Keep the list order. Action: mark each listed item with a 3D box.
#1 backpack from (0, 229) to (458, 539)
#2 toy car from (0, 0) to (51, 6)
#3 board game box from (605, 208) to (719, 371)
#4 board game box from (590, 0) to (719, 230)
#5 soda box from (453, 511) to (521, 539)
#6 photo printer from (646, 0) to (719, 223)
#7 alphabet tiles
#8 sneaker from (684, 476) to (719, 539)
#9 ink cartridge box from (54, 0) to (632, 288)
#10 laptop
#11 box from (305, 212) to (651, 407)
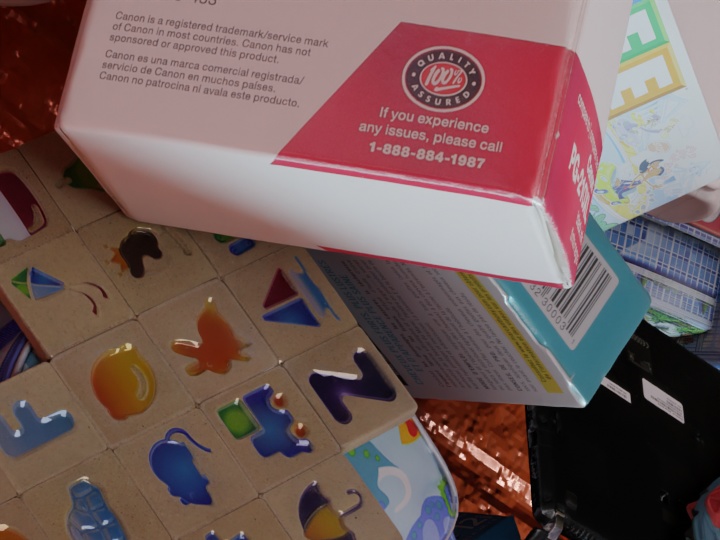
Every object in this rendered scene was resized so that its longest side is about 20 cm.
[{"bbox_3d":[-0.078,0.066,0.844,0.183,0.147,0.200,-35,85,-38],"label":"backpack"},{"bbox_3d":[-0.178,-0.121,0.797,0.200,0.175,0.150,-3,128,-42],"label":"toy car"},{"bbox_3d":[0.152,-0.020,1.133,0.200,0.062,0.200,20,75,-40],"label":"board game box"},{"bbox_3d":[0.041,-0.082,0.913,0.134,0.034,0.200,-25,134,4],"label":"board game box"},{"bbox_3d":[-0.018,0.164,0.975,0.200,0.064,0.068,-30,109,-38],"label":"soda box"},{"bbox_3d":[0.093,-0.139,1.044,0.166,0.069,0.200,21,74,-12],"label":"photo printer"},{"bbox_3d":[-0.061,0.047,0.764,0.167,0.008,0.200,-26,73,-36],"label":"alphabet tiles"},{"bbox_3d":[0.191,0.084,1.010,0.079,0.095,0.200,50,33,-12],"label":"sneaker"},{"bbox_3d":[0.010,-0.110,0.770,0.084,0.144,0.201,59,42,-69],"label":"ink cartridge box"},{"bbox_3d":[0.088,0.122,1.024,0.177,0.103,0.200,32,42,-39],"label":"laptop"},{"bbox_3d":[0.000,0.000,0.902,0.082,0.200,0.049,52,60,-28],"label":"box"}]
